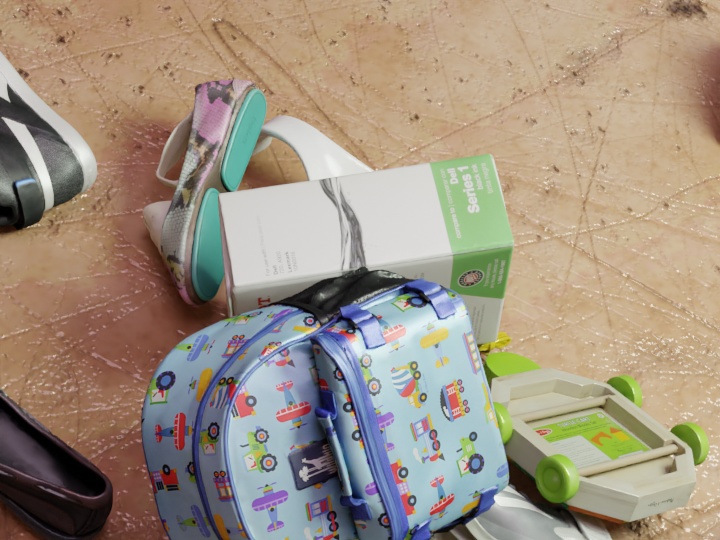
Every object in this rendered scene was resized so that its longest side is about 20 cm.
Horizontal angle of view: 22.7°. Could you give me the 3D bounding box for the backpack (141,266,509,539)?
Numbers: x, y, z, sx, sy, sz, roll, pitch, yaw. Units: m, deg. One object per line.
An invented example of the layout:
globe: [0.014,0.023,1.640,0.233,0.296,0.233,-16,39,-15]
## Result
backpack: [-0.028,0.105,1.122,0.200,0.134,0.183,-18,101,-34]

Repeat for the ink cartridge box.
ink cartridge box: [0.000,0.000,1.282,0.199,0.146,0.085,-8,60,-7]

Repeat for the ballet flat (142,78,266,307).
ballet flat: [-0.127,-0.061,1.376,0.071,0.069,0.201,2,61,19]

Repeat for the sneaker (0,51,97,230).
sneaker: [-0.307,-0.112,1.371,0.200,0.073,0.112,39,50,17]

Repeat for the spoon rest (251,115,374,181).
spoon rest: [-0.018,-0.056,1.412,0.200,0.061,0.099,41,52,21]

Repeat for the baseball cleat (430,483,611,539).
baseball cleat: [0.099,0.175,1.253,0.200,0.070,0.106,46,38,20]

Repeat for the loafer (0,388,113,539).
loafer: [-0.246,0.104,1.183,0.200,0.063,0.072,36,53,-3]

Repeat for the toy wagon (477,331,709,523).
toy wagon: [0.152,0.111,1.305,0.155,0.040,0.200,-7,33,-41]
